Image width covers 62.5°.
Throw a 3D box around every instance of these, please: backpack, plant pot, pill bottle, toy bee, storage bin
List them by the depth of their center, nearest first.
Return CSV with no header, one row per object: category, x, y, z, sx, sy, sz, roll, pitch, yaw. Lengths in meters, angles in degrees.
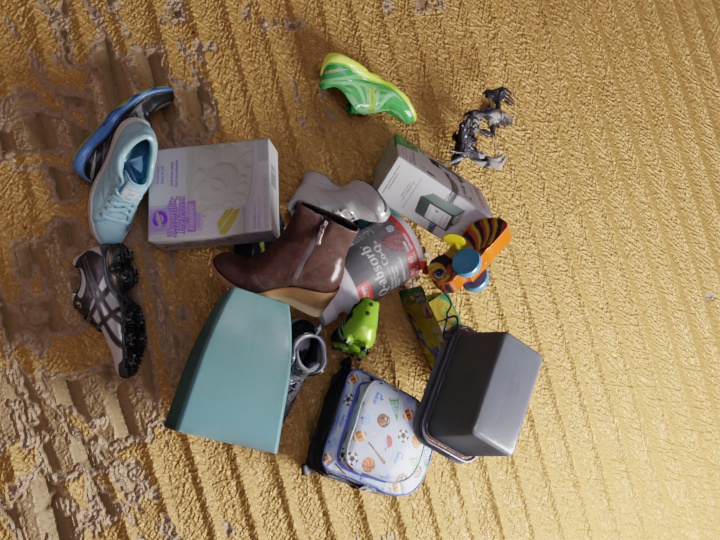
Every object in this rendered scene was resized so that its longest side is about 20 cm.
plant pot,-0.178,0.138,0.847,0.138,0.141,0.205,18,73,-21
storage bin,0.193,0.192,0.903,0.144,0.134,0.204,32,69,-16
toy bee,0.149,-0.010,0.951,0.199,0.107,0.133,-41,139,-27
backpack,0.029,0.268,0.964,0.188,0.153,0.204,29,72,-23
pill bottle,0.000,0.000,0.997,0.197,0.116,0.118,-31,93,-15

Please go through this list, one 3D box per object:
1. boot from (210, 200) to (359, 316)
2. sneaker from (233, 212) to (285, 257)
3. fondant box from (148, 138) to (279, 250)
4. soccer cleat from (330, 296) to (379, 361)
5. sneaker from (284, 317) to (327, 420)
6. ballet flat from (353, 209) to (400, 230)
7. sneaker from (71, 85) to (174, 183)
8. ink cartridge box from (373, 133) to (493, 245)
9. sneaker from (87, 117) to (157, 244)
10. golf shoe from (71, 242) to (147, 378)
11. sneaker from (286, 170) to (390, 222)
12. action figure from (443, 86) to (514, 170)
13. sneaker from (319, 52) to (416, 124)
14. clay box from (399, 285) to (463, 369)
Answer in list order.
boot,-0.113,-0.032,0.872,0.195,0.073,0.169,21,120,-4
sneaker,-0.164,-0.085,0.993,0.082,0.070,0.206,17,73,-47
fondant box,-0.227,-0.117,0.924,0.194,0.058,0.149,-5,78,6
soccer cleat,-0.003,0.093,0.941,0.066,0.200,0.083,24,74,-4
sneaker,-0.114,0.170,0.937,0.074,0.113,0.204,27,75,-19
ballet flat,-0.020,-0.094,1.036,0.197,0.067,0.068,-27,65,-18
sneaker,-0.365,-0.214,0.937,0.083,0.070,0.202,47,68,-31
ink cartridge box,0.123,-0.135,1.035,0.197,0.147,0.085,30,114,-13
sneaker,-0.353,-0.122,0.879,0.072,0.082,0.205,8,108,-36
golf shoe,-0.381,0.064,0.894,0.092,0.078,0.206,-9,84,-2
sneaker,-0.037,-0.101,0.970,0.088,0.197,0.075,-53,137,-26
action figure,0.232,-0.255,1.099,0.100,0.120,0.201,25,56,20
sneaker,0.012,-0.315,1.077,0.196,0.074,0.085,25,101,-17
clay box,0.142,0.116,1.032,0.047,0.115,0.204,-25,92,-20
